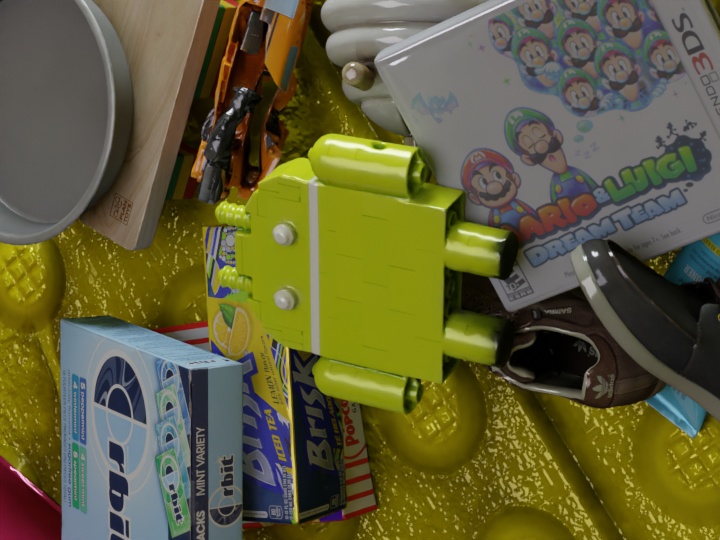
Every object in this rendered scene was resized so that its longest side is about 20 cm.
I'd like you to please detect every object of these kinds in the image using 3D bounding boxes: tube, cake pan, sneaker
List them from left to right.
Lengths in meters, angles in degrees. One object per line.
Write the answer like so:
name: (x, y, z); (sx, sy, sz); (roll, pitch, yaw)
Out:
cake pan: (-0.236, -0.119, 1.496); (0.199, 0.037, 0.202); (4, 97, 38)
sneaker: (0.102, 0.036, 1.341); (0.199, 0.075, 0.071); (18, 110, 41)
tube: (0.222, 0.004, 1.296); (0.077, 0.050, 0.201); (40, 121, 26)
sneaker: (0.221, 0.022, 1.243); (0.200, 0.075, 0.106); (37, 113, -23)

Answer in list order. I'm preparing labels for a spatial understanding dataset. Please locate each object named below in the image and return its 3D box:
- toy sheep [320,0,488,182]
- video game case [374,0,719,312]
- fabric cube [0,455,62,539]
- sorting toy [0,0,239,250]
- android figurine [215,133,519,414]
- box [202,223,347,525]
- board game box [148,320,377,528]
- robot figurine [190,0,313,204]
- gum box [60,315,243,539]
toy sheep: (0.035, -0.157, 1.344); (0.137, 0.138, 0.201); (5, 89, 32)
video game case: (0.133, -0.086, 1.244); (0.199, 0.024, 0.183); (-22, 106, 26)
fabric cube: (-0.312, 0.286, 1.582); (0.196, 0.199, 0.201); (35, 113, 24)
sorting toy: (-0.184, -0.147, 1.522); (0.198, 0.069, 0.201); (29, 111, 32)
android figurine: (0.000, 0.000, 1.306); (0.199, 0.041, 0.183); (13, 120, 20)
box: (-0.058, 0.067, 1.416); (0.070, 0.064, 0.201); (-1, 95, 33)
board game box: (-0.092, 0.109, 1.508); (0.199, 0.046, 0.153); (-10, 89, 34)
robot figurine: (-0.066, -0.137, 1.421); (0.058, 0.145, 0.201); (16, 108, -2)
gum box: (-0.147, 0.131, 1.448); (0.200, 0.044, 0.171); (14, 106, 57)
